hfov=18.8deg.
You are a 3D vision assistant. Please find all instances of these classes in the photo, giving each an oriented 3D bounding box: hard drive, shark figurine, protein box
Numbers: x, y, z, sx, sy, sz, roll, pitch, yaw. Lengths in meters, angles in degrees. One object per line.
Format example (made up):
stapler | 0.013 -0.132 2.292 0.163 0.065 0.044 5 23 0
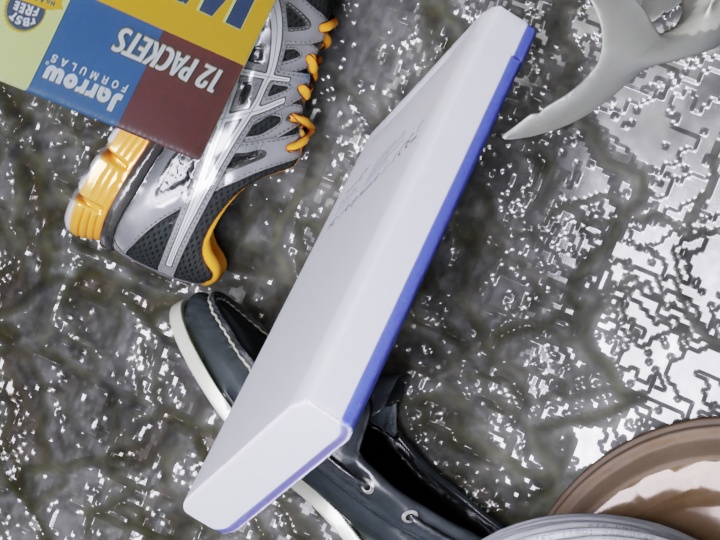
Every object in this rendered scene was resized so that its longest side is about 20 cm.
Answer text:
hard drive | 0.000 0.000 0.874 0.025 0.132 0.200 32 58 -9
shark figurine | 0.128 -0.122 0.904 0.128 0.215 0.090 25 138 -14
protein box | -0.121 -0.186 0.908 0.198 0.135 0.201 34 100 49

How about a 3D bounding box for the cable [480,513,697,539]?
cable | 0.095 0.200 0.886 0.200 0.069 0.200 31 99 3

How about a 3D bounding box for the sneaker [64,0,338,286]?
sneaker | -0.048 -0.082 0.970 0.077 0.078 0.200 36 100 -4

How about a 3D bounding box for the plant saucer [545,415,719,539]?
plant saucer | 0.159 0.163 0.928 0.199 0.029 0.201 0 90 14

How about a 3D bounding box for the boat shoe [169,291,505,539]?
boat shoe | 0.001 0.075 0.945 0.066 0.074 0.200 -42 82 16
